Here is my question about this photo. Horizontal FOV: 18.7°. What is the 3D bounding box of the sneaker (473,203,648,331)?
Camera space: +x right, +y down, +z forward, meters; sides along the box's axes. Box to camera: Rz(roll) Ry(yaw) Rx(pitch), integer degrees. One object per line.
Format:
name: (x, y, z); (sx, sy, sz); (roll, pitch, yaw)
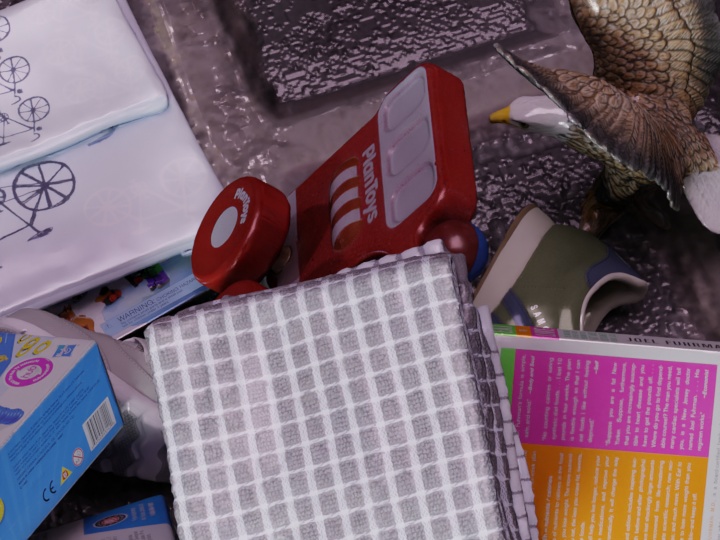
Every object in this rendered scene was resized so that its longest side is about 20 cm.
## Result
sneaker: (0.091, 0.060, 1.208); (0.090, 0.067, 0.200); (25, 66, 12)

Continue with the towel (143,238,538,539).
towel: (-0.008, 0.095, 1.040); (0.165, 0.086, 0.200); (-16, 79, 15)

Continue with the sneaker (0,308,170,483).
sneaker: (-0.109, 0.071, 1.208); (0.200, 0.075, 0.082); (28, 46, -8)

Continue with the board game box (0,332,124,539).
board game box: (-0.254, 0.105, 1.095); (0.196, 0.056, 0.200); (4, 35, 28)

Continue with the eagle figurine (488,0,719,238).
eagle figurine: (0.144, -0.097, 1.225); (0.151, 0.200, 0.152); (-26, 59, -12)

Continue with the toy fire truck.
toy fire truck: (0.000, 0.000, 1.162); (0.112, 0.168, 0.200); (28, 36, -27)

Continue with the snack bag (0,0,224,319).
snack bag: (-0.190, -0.066, 1.258); (0.188, 0.021, 0.200); (-22, 65, -14)

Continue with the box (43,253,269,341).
box: (-0.169, 0.001, 1.276); (0.200, 0.038, 0.137); (-30, 60, -14)

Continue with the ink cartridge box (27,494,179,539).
ink cartridge box: (-0.178, 0.193, 1.095); (0.200, 0.146, 0.084); (-18, 99, -5)

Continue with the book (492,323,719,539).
book: (0.143, 0.100, 1.139); (0.200, 0.048, 0.134); (6, 100, 1)
